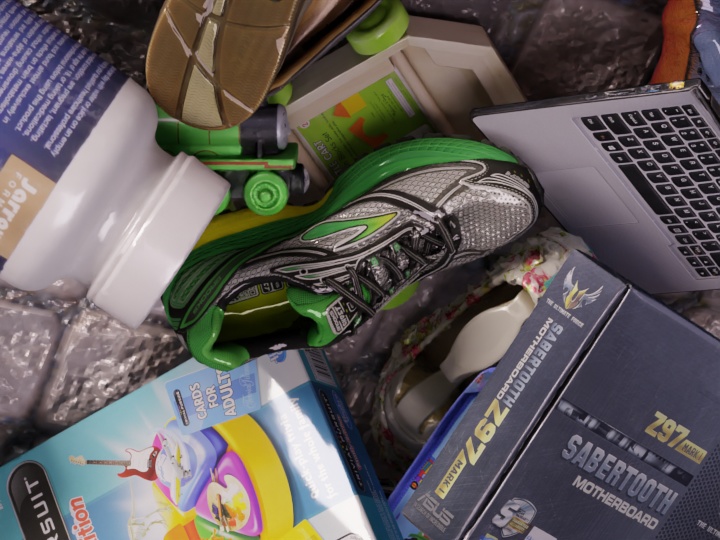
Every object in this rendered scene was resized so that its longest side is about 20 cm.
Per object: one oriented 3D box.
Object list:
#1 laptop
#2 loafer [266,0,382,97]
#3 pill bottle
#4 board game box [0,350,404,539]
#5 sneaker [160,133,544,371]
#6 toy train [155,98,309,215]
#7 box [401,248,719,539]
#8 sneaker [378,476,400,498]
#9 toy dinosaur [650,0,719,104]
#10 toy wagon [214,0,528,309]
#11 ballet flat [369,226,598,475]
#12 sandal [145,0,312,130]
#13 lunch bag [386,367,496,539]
[{"bbox_3d":[0.171,0.005,1.384,0.199,0.117,0.187,-5,148,31],"label":"laptop"},{"bbox_3d":[0.004,-0.157,1.341,0.073,0.072,0.200,32,112,-31],"label":"loafer"},{"bbox_3d":[-0.164,-0.061,1.298,0.199,0.111,0.111,34,114,-5],"label":"pill bottle"},{"bbox_3d":[-0.088,0.135,1.463,0.199,0.152,0.047,-29,160,15],"label":"board game box"},{"bbox_3d":[0.000,0.000,1.396,0.199,0.085,0.078,-23,129,3],"label":"sneaker"},{"bbox_3d":[-0.124,-0.057,1.374,0.198,0.042,0.057,0,109,2],"label":"toy train"},{"bbox_3d":[0.136,0.100,1.407,0.200,0.051,0.158,31,93,-41],"label":"box"},{"bbox_3d":[0.001,0.141,1.558,0.199,0.077,0.079,6,119,-41],"label":"sneaker"},{"bbox_3d":[0.176,-0.103,1.404,0.199,0.105,0.182,-33,127,10],"label":"toy dinosaur"},{"bbox_3d":[-0.008,-0.048,1.438,0.199,0.040,0.155,-30,127,8],"label":"toy wagon"},{"bbox_3d":[0.053,0.049,1.483,0.076,0.064,0.200,46,129,9],"label":"ballet flat"},{"bbox_3d":[-0.038,-0.155,1.291,0.080,0.054,0.201,29,117,-4],"label":"sandal"},{"bbox_3d":[0.098,0.109,1.474,0.150,0.094,0.201,-3,127,-38],"label":"lunch bag"}]
